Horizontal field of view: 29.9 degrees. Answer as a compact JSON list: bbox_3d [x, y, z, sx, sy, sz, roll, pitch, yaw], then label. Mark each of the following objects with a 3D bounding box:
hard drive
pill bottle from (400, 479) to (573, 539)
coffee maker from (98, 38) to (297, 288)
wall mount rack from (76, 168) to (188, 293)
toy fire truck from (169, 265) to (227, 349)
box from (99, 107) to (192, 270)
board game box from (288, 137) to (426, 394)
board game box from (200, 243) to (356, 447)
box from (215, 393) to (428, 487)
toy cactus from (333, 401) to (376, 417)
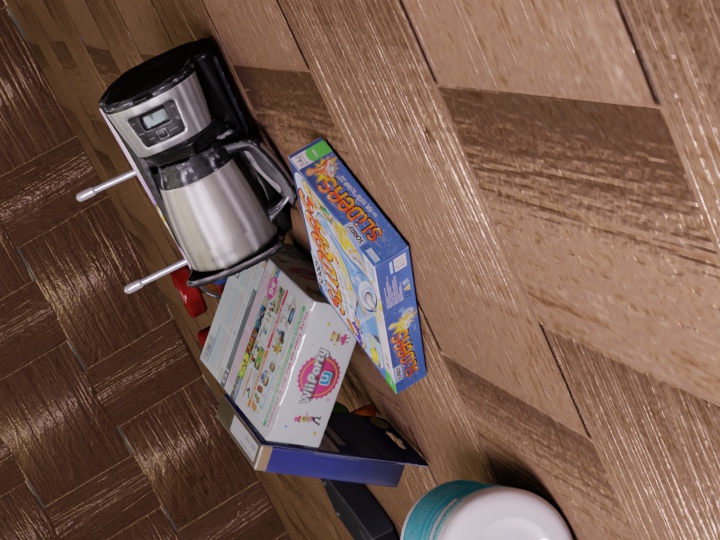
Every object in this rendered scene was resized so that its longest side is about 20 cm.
[{"bbox_3d":[0.005,0.352,1.898,0.200,0.042,0.136,43,159,53],"label":"hard drive"},{"bbox_3d":[0.095,0.229,1.100,0.112,0.110,0.200,60,167,-1],"label":"pill bottle"},{"bbox_3d":[-0.163,-0.110,1.314,0.202,0.134,0.192,65,167,-20],"label":"coffee maker"},{"bbox_3d":[-0.202,-0.073,1.463,0.074,0.174,0.202,1,123,47],"label":"wall mount rack"},{"bbox_3d":[-0.150,0.038,1.614,0.202,0.111,0.168,65,169,-1],"label":"toy fire truck"},{"bbox_3d":[-0.199,-0.095,1.393,0.202,0.038,0.042,63,-153,-22],"label":"box"},{"bbox_3d":[0.000,0.000,1.139,0.136,0.034,0.201,52,165,32],"label":"board game box"},{"bbox_3d":[-0.083,0.067,1.370,0.200,0.064,0.149,41,114,58],"label":"board game box"},{"bbox_3d":[-0.038,0.176,1.383,0.121,0.198,0.033,40,115,58],"label":"box"},{"bbox_3d":[-0.054,0.107,1.524,0.166,0.101,0.201,-105,-7,-54],"label":"toy cactus"}]
